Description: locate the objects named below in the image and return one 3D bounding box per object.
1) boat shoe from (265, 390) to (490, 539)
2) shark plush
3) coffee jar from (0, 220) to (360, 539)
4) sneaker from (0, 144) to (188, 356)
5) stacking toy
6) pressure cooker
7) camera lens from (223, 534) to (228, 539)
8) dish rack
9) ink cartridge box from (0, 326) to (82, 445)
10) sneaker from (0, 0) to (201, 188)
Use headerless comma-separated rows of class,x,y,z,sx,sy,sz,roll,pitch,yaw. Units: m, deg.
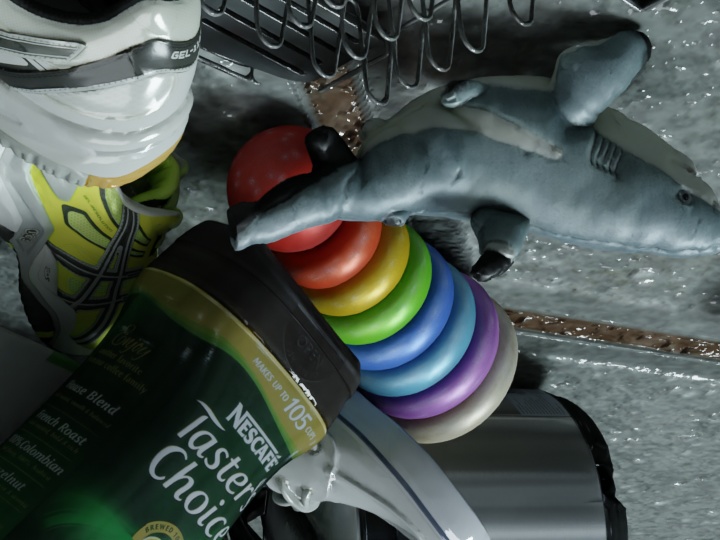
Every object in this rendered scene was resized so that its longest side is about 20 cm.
boat shoe,-0.026,0.085,0.822,0.199,0.065,0.074,39,167,22
shark plush,0.049,-0.035,0.648,0.198,0.084,0.091,-3,155,-33
coffee jar,-0.090,0.080,0.700,0.085,0.200,0.105,18,154,51
sneaker,-0.111,-0.018,0.737,0.075,0.076,0.200,-2,154,6
stacking toy,0.000,0.000,0.780,0.085,0.086,0.200,-12,143,24
pressure cooker,0.025,0.148,0.932,0.198,0.181,0.176,3,157,-23
camera lens,-0.175,0.167,0.943,0.159,0.162,0.199,17,172,-29
dish rack,-0.006,-0.112,0.576,0.153,0.055,0.199,26,144,-38
ink cartridge box,-0.208,0.059,0.791,0.145,0.085,0.199,29,168,-41
sneaker,-0.139,-0.109,0.545,0.198,0.076,0.088,24,135,-2
